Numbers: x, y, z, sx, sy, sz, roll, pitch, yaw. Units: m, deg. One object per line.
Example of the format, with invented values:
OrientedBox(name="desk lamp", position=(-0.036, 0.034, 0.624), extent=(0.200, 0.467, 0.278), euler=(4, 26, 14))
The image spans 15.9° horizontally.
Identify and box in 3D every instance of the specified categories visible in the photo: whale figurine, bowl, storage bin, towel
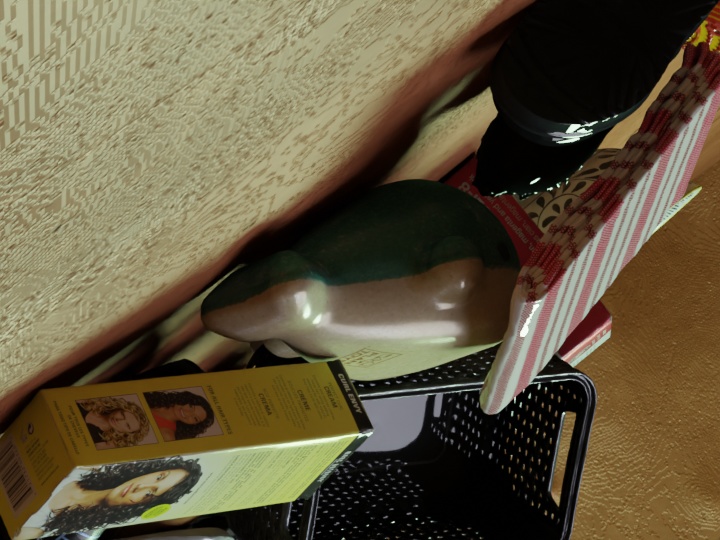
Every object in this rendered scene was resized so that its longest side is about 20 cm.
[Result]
OrientedBox(name="whale figurine", position=(0.000, 0.000, 1.424), extent=(0.159, 0.104, 0.200), euler=(-22, 163, 41))
OrientedBox(name="bowl", position=(0.165, -0.038, 2.051), extent=(0.201, 0.094, 0.201), euler=(-39, 174, -5))
OrientedBox(name="storage bin", position=(0.031, 0.112, 1.562), extent=(0.199, 0.094, 0.136), euler=(-5, 113, -34))
OrientedBox(name="towel", position=(0.130, -0.021, 1.416), extent=(0.200, 0.030, 0.146), euler=(-49, 165, -26))

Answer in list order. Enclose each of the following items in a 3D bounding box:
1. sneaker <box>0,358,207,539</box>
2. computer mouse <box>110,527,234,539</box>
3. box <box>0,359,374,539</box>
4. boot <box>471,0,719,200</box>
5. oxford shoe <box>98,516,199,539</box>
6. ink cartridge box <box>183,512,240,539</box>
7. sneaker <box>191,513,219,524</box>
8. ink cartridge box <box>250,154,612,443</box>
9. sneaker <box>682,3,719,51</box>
OrientedBox(name="sneaker", position=(-0.161, 0.117, 1.407), extent=(0.200, 0.070, 0.078), euler=(-39, 164, -18))
OrientedBox(name="computer mouse", position=(-0.172, 0.192, 1.580), extent=(0.199, 0.044, 0.110), euler=(-6, 164, -14))
OrientedBox(name="box", position=(-0.092, 0.092, 1.342), extent=(0.200, 0.050, 0.075), euler=(-5, 149, -41))
OrientedBox(name="boot", position=(0.108, -0.093, 1.394), extent=(0.198, 0.073, 0.163), euler=(-42, 175, -40))
OrientedBox(name="oxford shoe", position=(-0.108, 0.116, 1.555), extent=(0.071, 0.072, 0.200), euler=(7, 157, -25))
OrientedBox(name="ink cartridge box", position=(-0.096, 0.184, 1.759), extent=(0.200, 0.043, 0.198), euler=(-34, -176, 2))
OrientedBox(name="sneaker", position=(-0.130, 0.146, 1.739), extent=(0.088, 0.075, 0.200), euler=(-39, 173, 20))
OrientedBox(name="ink cartridge box", position=(0.048, 0.047, 1.729), extent=(0.200, 0.145, 0.145), euler=(-40, 173, 0))
OrientedBox(name="sneaker", position=(0.240, -0.175, 1.706), extent=(0.077, 0.073, 0.200), euler=(-62, 175, 7))
